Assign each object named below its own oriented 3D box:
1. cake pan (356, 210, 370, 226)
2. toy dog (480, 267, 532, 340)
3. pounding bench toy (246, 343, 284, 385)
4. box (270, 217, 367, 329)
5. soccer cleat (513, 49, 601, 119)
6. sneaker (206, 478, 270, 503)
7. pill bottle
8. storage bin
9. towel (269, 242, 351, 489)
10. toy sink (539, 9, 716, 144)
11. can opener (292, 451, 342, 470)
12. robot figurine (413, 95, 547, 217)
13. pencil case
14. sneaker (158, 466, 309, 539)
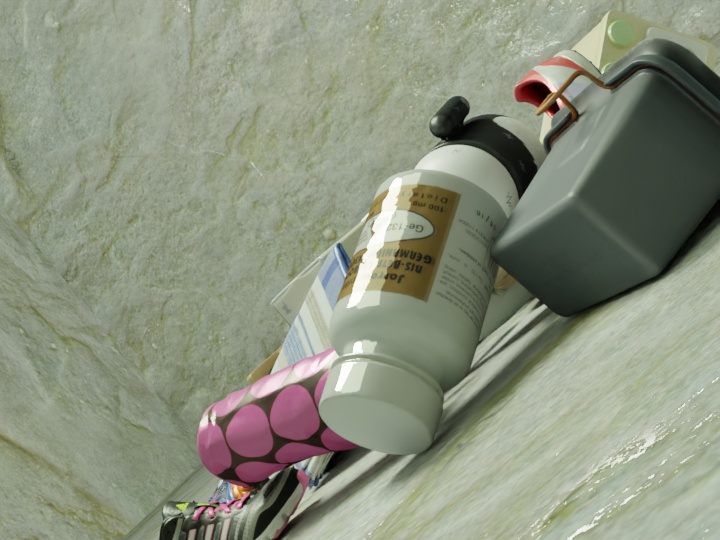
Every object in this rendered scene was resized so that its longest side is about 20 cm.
[{"bbox_3d":[0.071,0.000,1.556,0.200,0.201,0.037,-41,-29,13],"label":"cake pan"},{"bbox_3d":[0.094,0.017,1.123,0.199,0.097,0.132,-36,-35,13],"label":"toy dog"},{"bbox_3d":[-0.066,0.148,1.595,0.200,0.124,0.156,-41,0,-41],"label":"pounding bench toy"},{"bbox_3d":[0.000,0.000,1.343,0.095,0.078,0.200,-40,1,37],"label":"box"},{"bbox_3d":[0.228,-0.137,1.187,0.073,0.200,0.068,-28,-40,-18],"label":"soccer cleat"},{"bbox_3d":[-0.131,0.242,1.318,0.078,0.075,0.200,-44,-1,-2],"label":"sneaker"},{"bbox_3d":[0.038,0.032,0.970,0.114,0.114,0.201,-40,26,56],"label":"pill bottle"},{"bbox_3d":[0.176,-0.059,0.913,0.135,0.145,0.200,-51,4,-21],"label":"storage bin"},{"bbox_3d":[-0.034,0.094,1.223,0.024,0.147,0.201,5,-51,-29],"label":"towel"},{"bbox_3d":[0.291,-0.190,1.324,0.200,0.129,0.113,137,146,-72],"label":"toy sink"},{"bbox_3d":[-0.054,0.179,1.353,0.079,0.063,0.200,-41,1,-27],"label":"can opener"},{"bbox_3d":[0.123,-0.090,1.313,0.125,0.150,0.200,-60,-8,32],"label":"robot figurine"},{"bbox_3d":[-0.042,0.126,1.076,0.199,0.091,0.093,-22,-35,33],"label":"pencil case"},{"bbox_3d":[-0.137,0.235,1.149,0.200,0.088,0.074,-41,0,10],"label":"sneaker"}]
